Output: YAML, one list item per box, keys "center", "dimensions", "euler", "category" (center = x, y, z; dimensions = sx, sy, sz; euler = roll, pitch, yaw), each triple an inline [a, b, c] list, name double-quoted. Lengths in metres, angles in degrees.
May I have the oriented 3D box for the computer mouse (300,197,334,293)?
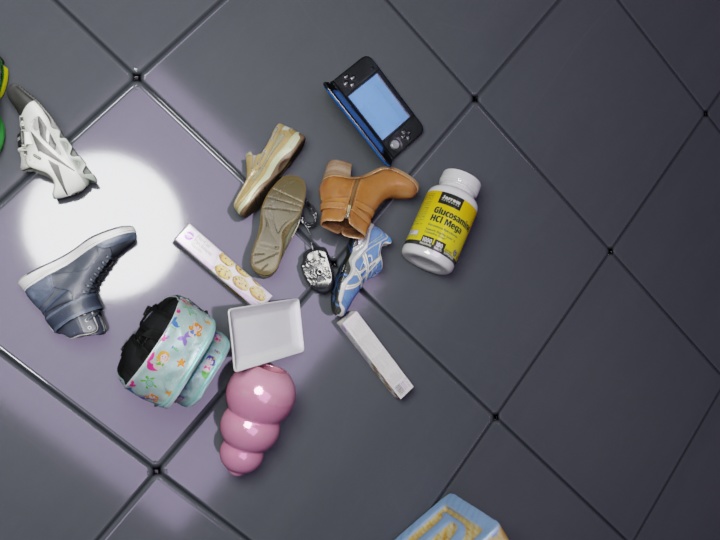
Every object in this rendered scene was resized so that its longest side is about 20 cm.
- center: [-0.095, -0.052, 1.144]
  dimensions: [0.059, 0.034, 0.200]
  euler: [-14, 88, 5]
  category: "computer mouse"

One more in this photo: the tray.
- center: [-0.172, 0.112, 1.057]
  dimensions: [0.200, 0.022, 0.108]
  euler: [-6, 89, -60]
  category: "tray"

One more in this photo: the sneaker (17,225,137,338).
- center: [-0.439, 0.027, 0.977]
  dimensions: [0.202, 0.077, 0.146]
  euler: [-33, 88, -9]
  category: "sneaker"

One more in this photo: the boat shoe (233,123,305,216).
- center: [-0.187, -0.193, 1.101]
  dimensions: [0.076, 0.072, 0.200]
  euler: [33, 69, -1]
  category: "boat shoe"

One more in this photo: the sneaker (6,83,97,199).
- center: [-0.534, -0.210, 0.962]
  dimensions: [0.088, 0.074, 0.200]
  euler: [-37, 99, -20]
  category: "sneaker"

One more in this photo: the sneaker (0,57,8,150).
- center: [-0.616, -0.265, 0.929]
  dimensions: [0.078, 0.085, 0.200]
  euler: [3, 87, -20]
  category: "sneaker"

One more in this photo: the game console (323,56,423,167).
- center: [0.033, -0.319, 1.154]
  dimensions: [0.171, 0.118, 0.200]
  euler: [-43, 102, -16]
  category: "game console"

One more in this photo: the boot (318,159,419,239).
- center: [0.016, -0.128, 1.135]
  dimensions: [0.200, 0.074, 0.155]
  euler: [8, 56, -7]
  category: "boot"

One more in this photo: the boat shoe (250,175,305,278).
- center: [-0.155, -0.083, 1.106]
  dimensions: [0.073, 0.063, 0.201]
  euler: [14, 79, -3]
  category: "boat shoe"

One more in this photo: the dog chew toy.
- center: [-0.193, 0.268, 1.045]
  dimensions: [0.124, 0.125, 0.200]
  euler: [18, 89, -19]
  category: "dog chew toy"

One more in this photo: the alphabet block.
- center: [0.198, 0.595, 1.131]
  dimensions: [0.195, 0.196, 0.200]
  euler: [-34, 99, -17]
  category: "alphabet block"

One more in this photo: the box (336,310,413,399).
- center: [0.030, 0.170, 1.171]
  dimensions: [0.041, 0.039, 0.200]
  euler: [-41, 101, -19]
  category: "box"

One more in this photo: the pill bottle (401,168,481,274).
- center: [0.172, -0.102, 1.197]
  dimensions: [0.112, 0.112, 0.200]
  euler: [28, 78, -17]
  category: "pill bottle"

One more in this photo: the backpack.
- center: [-0.309, 0.136, 0.962]
  dimensions: [0.151, 0.200, 0.178]
  euler: [35, 76, -16]
  category: "backpack"

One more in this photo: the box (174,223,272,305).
- center: [-0.250, -0.003, 1.067]
  dimensions: [0.200, 0.039, 0.041]
  euler: [44, 74, -13]
  category: "box"

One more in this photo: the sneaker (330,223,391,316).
- center: [0.000, 0.000, 1.148]
  dimensions: [0.077, 0.076, 0.200]
  euler: [24, 81, -13]
  category: "sneaker"
